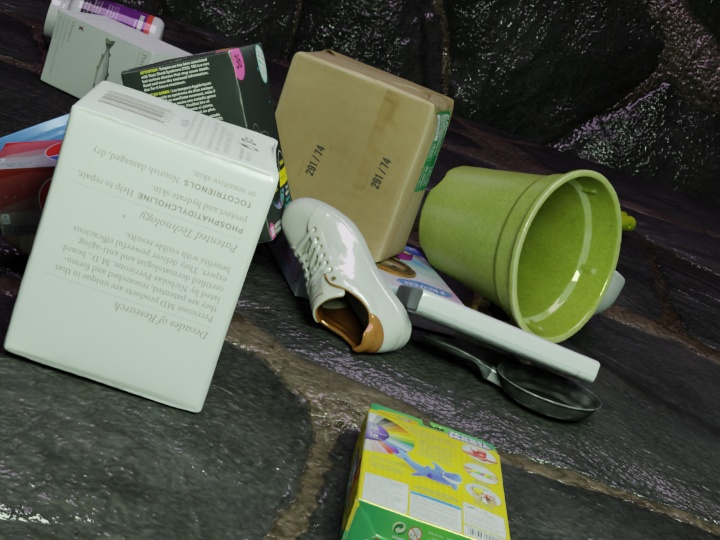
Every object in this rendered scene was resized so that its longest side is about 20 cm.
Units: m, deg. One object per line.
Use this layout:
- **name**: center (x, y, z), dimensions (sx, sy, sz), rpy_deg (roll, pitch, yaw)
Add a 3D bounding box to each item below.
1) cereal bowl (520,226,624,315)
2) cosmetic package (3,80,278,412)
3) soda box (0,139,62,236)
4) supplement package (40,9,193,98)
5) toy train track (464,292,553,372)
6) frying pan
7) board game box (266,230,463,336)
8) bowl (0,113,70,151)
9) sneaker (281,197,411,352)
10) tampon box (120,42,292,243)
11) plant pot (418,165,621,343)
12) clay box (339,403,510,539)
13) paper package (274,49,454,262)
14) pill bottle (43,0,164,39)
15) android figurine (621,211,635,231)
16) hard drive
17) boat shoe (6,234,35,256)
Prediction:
- **cereal bowl**: center (0.238, 0.005, 1.648), dimensions (0.198, 0.084, 0.200), rpy_deg (28, -4, 2)
- **cosmetic package**: center (-0.173, -0.026, 1.035), dimensions (0.164, 0.202, 0.168), rpy_deg (18, 14, -9)
- **soda box**: center (-0.227, -0.079, 1.149), dimensions (0.197, 0.071, 0.064), rpy_deg (-3, 28, 0)
- **supplement package**: center (-0.375, -0.313, 1.962), dimensions (0.198, 0.118, 0.117), rpy_deg (26, 15, 24)
- **toy train track**: center (0.175, 0.069, 1.490), dimensions (0.113, 0.033, 0.200), rpy_deg (13, 17, -25)
- **frying pan**: center (0.158, 0.116, 1.298), dimensions (0.188, 0.031, 0.115), rpy_deg (14, 13, -16)
- **board game box**: center (0.000, 0.000, 1.486), dimensions (0.198, 0.042, 0.200), rpy_deg (14, 16, -20)
- **bowl**: center (-0.330, -0.132, 1.326), dimensions (0.198, 0.040, 0.201), rpy_deg (-19, 9, 3)
- **sneaker**: center (-0.031, 0.001, 1.302), dimensions (0.084, 0.073, 0.200), rpy_deg (-8, 52, -49)
- **tampon box**: center (-0.159, -0.134, 1.374), dimensions (0.125, 0.203, 0.150), rpy_deg (-9, 12, 10)
- **plant pot**: center (0.174, -0.039, 1.487), dimensions (0.183, 0.203, 0.199), rpy_deg (22, 12, 42)
- **clay box**: center (0.048, 0.166, 0.948), dimensions (0.114, 0.048, 0.200), rpy_deg (20, 13, -1)
- **paper package**: center (-0.012, -0.134, 1.478), dimensions (0.189, 0.202, 0.103), rpy_deg (23, 16, 11)
- **pill bottle**: center (-0.456, -0.423, 2.254), dimensions (0.198, 0.114, 0.113), rpy_deg (18, 15, -10)
- **android figurine**: center (0.456, -0.121, 2.529), dimensions (0.181, 0.041, 0.199), rpy_deg (31, 17, 36)
- **hard drive**: center (0.138, 0.065, 1.328), dimensions (0.198, 0.027, 0.132), rpy_deg (23, -2, -9)
- **boat shoe**: center (-0.276, -0.052, 1.257), dimensions (0.064, 0.073, 0.200), rpy_deg (19, 21, 13)
